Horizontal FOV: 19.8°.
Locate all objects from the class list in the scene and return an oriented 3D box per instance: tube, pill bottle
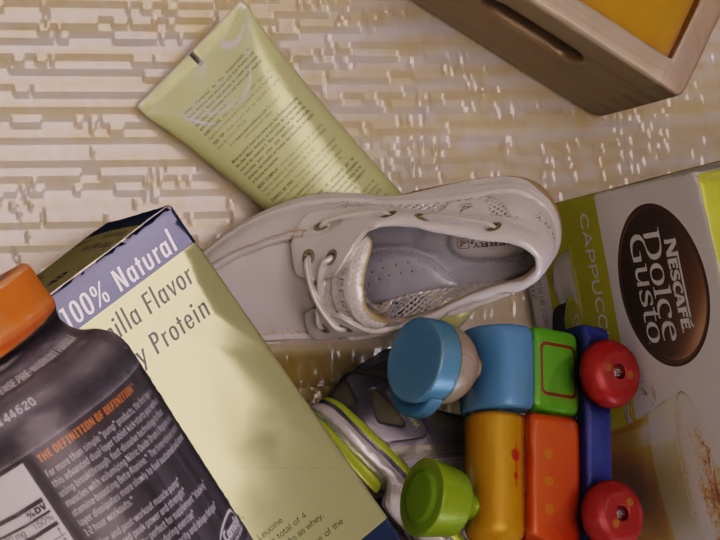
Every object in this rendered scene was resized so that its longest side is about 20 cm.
[{"bbox_3d":[-0.018,-0.044,1.076,0.200,0.052,0.058,44,53,-10],"label":"tube"},{"bbox_3d":[-0.116,0.098,0.860,0.106,0.106,0.201,-34,99,-17],"label":"pill bottle"}]

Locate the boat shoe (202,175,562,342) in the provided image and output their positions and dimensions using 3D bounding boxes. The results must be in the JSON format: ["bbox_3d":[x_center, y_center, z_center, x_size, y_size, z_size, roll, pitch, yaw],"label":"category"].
[{"bbox_3d":[0.000,0.000,1.025,0.199,0.069,0.071,-14,108,15],"label":"boat shoe"}]

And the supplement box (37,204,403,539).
[{"bbox_3d":[-0.126,0.109,0.984,0.200,0.134,0.200,-38,100,-17],"label":"supplement box"}]

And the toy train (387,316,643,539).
[{"bbox_3d":[0.069,0.122,1.002,0.115,0.084,0.201,11,71,-32],"label":"toy train"}]

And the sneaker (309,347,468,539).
[{"bbox_3d":[0.056,0.122,1.081,0.200,0.074,0.081,45,71,-13],"label":"sneaker"}]

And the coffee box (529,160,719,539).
[{"bbox_3d":[0.226,0.037,1.070,0.199,0.198,0.201,-13,91,-22],"label":"coffee box"}]

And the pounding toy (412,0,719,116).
[{"bbox_3d":[0.150,-0.195,1.090,0.199,0.142,0.185,30,79,-15],"label":"pounding toy"}]
